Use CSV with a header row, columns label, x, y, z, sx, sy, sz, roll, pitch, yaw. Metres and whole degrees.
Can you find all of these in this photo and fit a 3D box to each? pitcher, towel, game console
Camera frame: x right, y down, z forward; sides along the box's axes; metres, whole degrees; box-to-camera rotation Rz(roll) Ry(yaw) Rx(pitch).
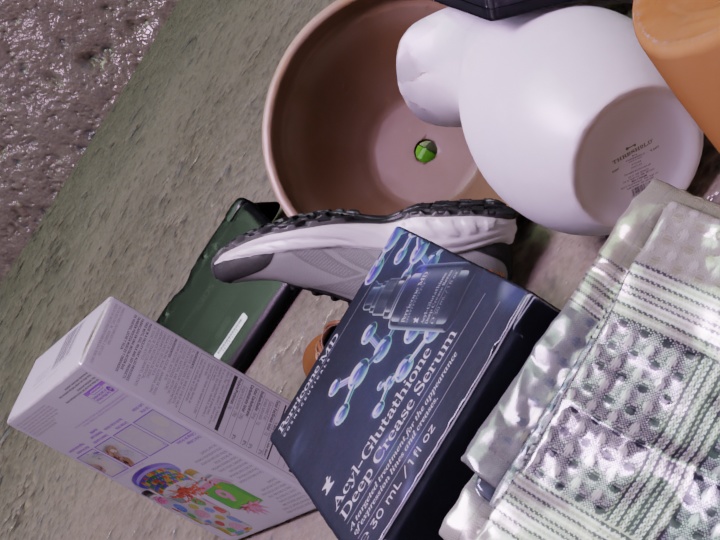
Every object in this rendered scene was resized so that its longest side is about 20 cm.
label,x,y,z,sx,sy,sz,roll,pitch,yaw
pitcher,0.130,-0.112,0.768,0.171,0.122,0.200,-31,32,-5
towel,0.134,0.072,0.513,0.199,0.034,0.194,30,88,45
game console,-0.120,0.041,1.271,0.176,0.116,0.201,42,102,39

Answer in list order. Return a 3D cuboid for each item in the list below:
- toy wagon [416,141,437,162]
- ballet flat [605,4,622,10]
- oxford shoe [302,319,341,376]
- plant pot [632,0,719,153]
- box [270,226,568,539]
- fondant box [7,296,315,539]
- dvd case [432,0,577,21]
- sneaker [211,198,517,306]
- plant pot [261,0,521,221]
label,x,y,z,sx,sy,sz,roll,pitch,yaw
toy wagon,0.087,-0.149,1.027,0.156,0.039,0.200,-58,20,3
ballet flat,0.199,-0.253,0.877,0.200,0.046,0.068,-47,65,21
oxford shoe,-0.004,0.056,0.909,0.072,0.071,0.200,-65,19,-12
plant pot,0.209,-0.110,0.546,0.200,0.139,0.201,-46,24,27
box,0.052,0.079,0.692,0.149,0.107,0.200,-59,19,0
fondant box,-0.130,0.112,0.933,0.144,0.199,0.059,-32,31,50
dvd case,0.146,-0.185,0.786,0.198,0.018,0.143,-15,20,-9
sneaker,0.000,0.000,0.836,0.074,0.198,0.080,-41,-52,-74
plant pot,0.039,-0.093,0.922,0.202,0.200,0.093,-58,-17,1
